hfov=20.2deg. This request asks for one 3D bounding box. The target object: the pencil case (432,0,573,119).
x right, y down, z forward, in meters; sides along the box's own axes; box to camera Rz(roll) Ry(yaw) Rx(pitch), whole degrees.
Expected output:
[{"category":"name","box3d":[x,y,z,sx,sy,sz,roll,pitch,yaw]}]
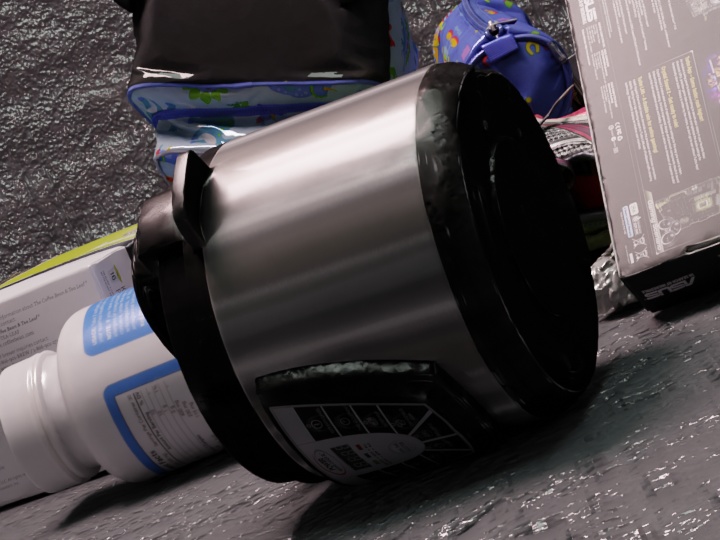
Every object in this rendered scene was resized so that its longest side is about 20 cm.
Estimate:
[{"category":"pencil case","box3d":[0.095,-0.141,1.387,0.077,0.087,0.200,-17,15,1]}]

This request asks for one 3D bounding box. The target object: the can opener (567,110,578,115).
[{"category":"can opener","box3d":[0.114,-0.067,1.379,0.199,0.054,0.067,-17,16,32]}]

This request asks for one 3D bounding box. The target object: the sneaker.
[{"category":"sneaker","box3d":[0.098,-0.060,1.234,0.199,0.081,0.075,-9,25,36]}]

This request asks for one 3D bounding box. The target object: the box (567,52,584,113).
[{"category":"box","box3d":[0.230,-0.187,1.511,0.199,0.050,0.199,-36,0,2]}]

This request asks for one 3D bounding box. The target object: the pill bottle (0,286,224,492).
[{"category":"pill bottle","box3d":[-0.112,0.060,1.208,0.199,0.113,0.112,-21,7,13]}]

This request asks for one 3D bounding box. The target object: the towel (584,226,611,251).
[{"category":"towel","box3d":[0.188,-0.053,1.336,0.192,0.035,0.200,-24,6,-31]}]

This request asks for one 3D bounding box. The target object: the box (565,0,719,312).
[{"category":"box","box3d":[0.200,-0.095,1.067,0.159,0.201,0.044,-22,-36,21]}]

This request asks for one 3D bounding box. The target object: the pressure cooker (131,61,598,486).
[{"category":"pressure cooker","box3d":[-0.003,0.009,0.961,0.199,0.177,0.179,-17,5,22]}]

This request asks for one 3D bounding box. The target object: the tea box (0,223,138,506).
[{"category":"tea box","box3d":[-0.191,0.057,1.400,0.199,0.134,0.197,-20,9,27]}]

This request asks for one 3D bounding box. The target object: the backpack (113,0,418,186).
[{"category":"backpack","box3d":[-0.052,-0.109,1.328,0.181,0.148,0.200,-1,-12,12]}]

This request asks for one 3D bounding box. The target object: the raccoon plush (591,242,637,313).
[{"category":"raccoon plush","box3d":[0.188,-0.077,1.127,0.096,0.135,0.199,-15,11,47]}]
